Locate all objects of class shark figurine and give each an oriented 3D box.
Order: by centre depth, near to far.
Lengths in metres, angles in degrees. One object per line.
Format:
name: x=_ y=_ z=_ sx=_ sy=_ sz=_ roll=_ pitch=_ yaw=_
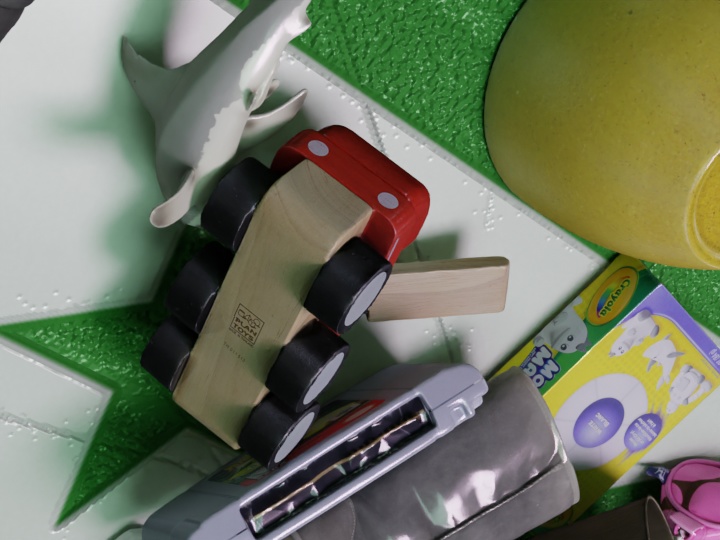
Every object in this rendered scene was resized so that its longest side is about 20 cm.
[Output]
shark figurine: x=-0.076 y=-0.108 z=1.131 sx=0.128 sy=0.089 sz=0.215 roll=-27 pitch=153 yaw=-59

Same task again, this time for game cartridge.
game cartridge: x=-0.031 y=0.113 z=1.278 sx=0.199 sy=0.133 sz=0.041 roll=-31 pitch=93 yaw=-18

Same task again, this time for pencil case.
pencil case: x=0.227 y=0.229 z=1.546 sx=0.094 sy=0.090 sz=0.201 roll=-40 pitch=144 yaw=-51

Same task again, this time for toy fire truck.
toy fire truck: x=0.000 y=0.000 z=1.225 sx=0.200 sy=0.128 sz=0.176 roll=-41 pitch=163 yaw=-47

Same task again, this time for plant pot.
plant pot: x=0.190 y=-0.081 z=1.259 sx=0.199 sy=0.142 sz=0.201 roll=-15 pitch=128 yaw=-20

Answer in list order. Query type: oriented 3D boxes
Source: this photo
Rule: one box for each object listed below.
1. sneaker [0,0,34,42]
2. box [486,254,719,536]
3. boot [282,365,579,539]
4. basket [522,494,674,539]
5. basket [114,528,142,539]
sneaker: x=-0.236 y=-0.144 z=1.011 sx=0.199 sy=0.076 sz=0.091 roll=23 pitch=115 yaw=-38
box: x=0.135 y=0.093 z=1.418 sx=0.200 sy=0.048 sz=0.117 roll=-43 pitch=133 yaw=6
boot: x=0.045 y=0.177 z=1.327 sx=0.199 sy=0.072 sz=0.183 roll=-29 pitch=117 yaw=-28
basket: x=0.111 y=0.240 z=1.416 sx=0.199 sy=0.137 sz=0.181 roll=-15 pitch=142 yaw=13
basket: x=-0.108 y=0.276 z=1.354 sx=0.135 sy=0.123 sz=0.200 roll=-41 pitch=132 yaw=1
